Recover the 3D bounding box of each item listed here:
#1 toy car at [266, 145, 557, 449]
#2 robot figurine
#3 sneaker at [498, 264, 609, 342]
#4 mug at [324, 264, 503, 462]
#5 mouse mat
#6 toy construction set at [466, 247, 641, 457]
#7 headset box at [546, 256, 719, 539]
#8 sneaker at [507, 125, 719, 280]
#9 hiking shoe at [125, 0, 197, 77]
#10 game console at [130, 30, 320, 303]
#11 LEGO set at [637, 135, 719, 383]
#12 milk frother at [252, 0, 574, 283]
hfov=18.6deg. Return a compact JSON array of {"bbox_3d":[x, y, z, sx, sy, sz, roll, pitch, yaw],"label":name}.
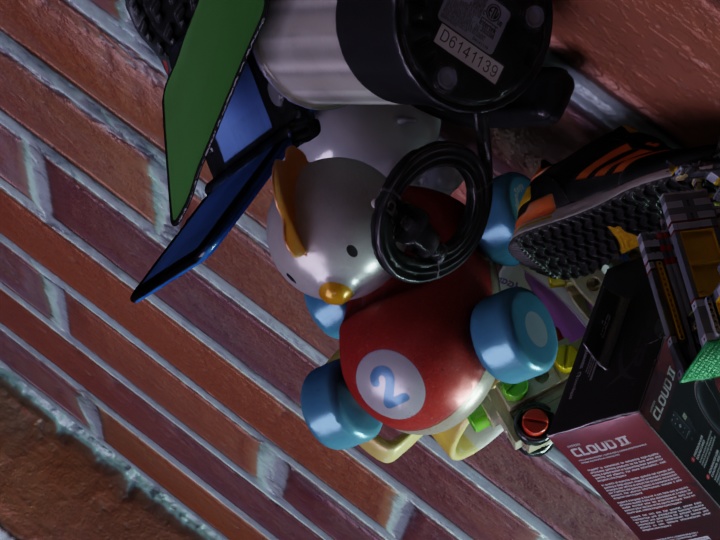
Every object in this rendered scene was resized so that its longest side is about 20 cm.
[{"bbox_3d":[0.000,0.000,1.468,0.184,0.178,0.200,-24,140,34],"label":"toy car"},{"bbox_3d":[-0.005,-0.097,1.602,0.169,0.113,0.200,24,162,-2],"label":"robot figurine"},{"bbox_3d":[0.156,0.059,1.657,0.072,0.114,0.201,12,149,51],"label":"sneaker"},{"bbox_3d":[0.062,0.049,1.744,0.153,0.186,0.150,44,121,16],"label":"mug"},{"bbox_3d":[-0.100,-0.148,1.498,0.007,0.161,0.201,12,129,-18],"label":"mouse mat"},{"bbox_3d":[0.128,0.052,1.532,0.132,0.199,0.092,60,-171,18],"label":"toy construction set"},{"bbox_3d":[0.207,0.092,1.380,0.075,0.149,0.200,-19,124,40],"label":"headset box"},{"bbox_3d":[0.180,-0.063,1.399,0.199,0.090,0.070,-19,138,39],"label":"sneaker"},{"bbox_3d":[-0.141,-0.200,1.687,0.087,0.074,0.201,-115,8,-52],"label":"hiking shoe"},{"bbox_3d":[-0.118,-0.088,1.549,0.172,0.118,0.200,69,156,2],"label":"game console"},{"bbox_3d":[0.243,-0.024,1.276,0.200,0.153,0.116,92,166,-65],"label":"LEGO set"},{"bbox_3d":[0.014,-0.108,1.397,0.181,0.200,0.188,50,160,-24],"label":"milk frother"}]
